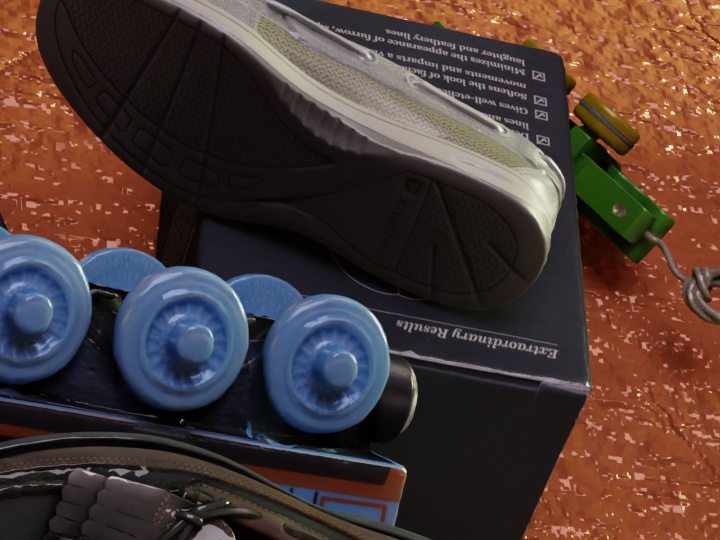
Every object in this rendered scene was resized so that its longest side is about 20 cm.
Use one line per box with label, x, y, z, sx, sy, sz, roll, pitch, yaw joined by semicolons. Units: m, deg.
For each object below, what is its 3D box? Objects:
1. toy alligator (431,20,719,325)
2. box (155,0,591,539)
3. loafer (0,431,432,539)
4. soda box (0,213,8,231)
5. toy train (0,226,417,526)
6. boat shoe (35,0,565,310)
toy alligator;0.100;-0.038;1.194;0.200;0.059;0.054;44;6;25
box;0.000;0.000;1.069;0.148;0.107;0.200;12;41;-10
loafer;-0.037;0.097;0.836;0.199;0.072;0.063;14;7;-23
soda box;-0.176;-0.025;0.984;0.071;0.063;0.200;-6;48;-27
toy train;-0.076;0.052;0.888;0.199;0.115;0.087;11;1;-27
boat shoe;-0.021;-0.057;0.990;0.201;0.075;0.065;25;35;0
